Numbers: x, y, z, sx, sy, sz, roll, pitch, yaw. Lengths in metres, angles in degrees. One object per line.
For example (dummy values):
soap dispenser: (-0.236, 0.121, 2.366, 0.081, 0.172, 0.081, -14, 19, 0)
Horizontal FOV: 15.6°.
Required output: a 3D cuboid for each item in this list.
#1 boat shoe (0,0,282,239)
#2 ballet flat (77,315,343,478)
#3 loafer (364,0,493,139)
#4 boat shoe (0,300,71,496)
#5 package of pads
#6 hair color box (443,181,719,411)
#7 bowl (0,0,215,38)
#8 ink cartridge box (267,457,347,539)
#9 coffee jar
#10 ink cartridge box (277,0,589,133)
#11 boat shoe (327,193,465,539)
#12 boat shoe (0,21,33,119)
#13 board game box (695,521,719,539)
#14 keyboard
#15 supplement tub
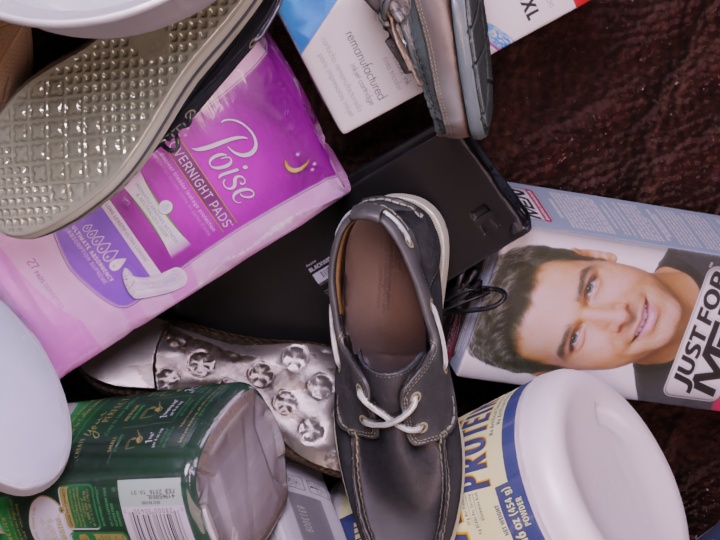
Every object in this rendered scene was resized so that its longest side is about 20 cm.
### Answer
boat shoe: (-0.109, -0.091, 1.276, 0.200, 0.075, 0.062, -47, 165, 12)
ballet flat: (-0.060, 0.068, 1.424, 0.199, 0.046, 0.068, 15, 73, 0)
loafer: (0.022, -0.158, 1.274, 0.062, 0.072, 0.201, -6, 112, 11)
boat shoe: (-0.228, 0.039, 1.340, 0.202, 0.086, 0.075, 47, 64, 2)
package of pads: (-0.115, -0.043, 1.361, 0.199, 0.076, 0.121, -32, 121, 2)
hair color box: (0.150, 0.017, 1.481, 0.199, 0.061, 0.100, 8, 115, -20)
bowl: (-0.108, -0.185, 1.200, 0.200, 0.202, 0.090, -31, 156, 2)
ink cartridge box: (-0.075, 0.196, 1.455, 0.047, 0.160, 0.201, 16, 113, -22)
coffee jar: (-0.145, 0.115, 1.378, 0.199, 0.104, 0.086, -5, 115, 27)
ink cartridge box: (0.047, -0.173, 1.341, 0.199, 0.067, 0.117, -29, 120, 1)
boat shoe: (0.014, 0.062, 1.361, 0.071, 0.068, 0.202, -2, 94, 13)
boat shoe: (-0.204, -0.171, 1.269, 0.072, 0.064, 0.201, -31, 122, -52)
board game box: (0.181, 0.252, 1.573, 0.135, 0.035, 0.201, -33, 143, -25)
keyboard: (0.000, 0.000, 1.427, 0.199, 0.040, 0.104, -30, 105, 22)
supplement tub: (0.066, 0.156, 1.456, 0.199, 0.146, 0.145, -29, 125, 28)
